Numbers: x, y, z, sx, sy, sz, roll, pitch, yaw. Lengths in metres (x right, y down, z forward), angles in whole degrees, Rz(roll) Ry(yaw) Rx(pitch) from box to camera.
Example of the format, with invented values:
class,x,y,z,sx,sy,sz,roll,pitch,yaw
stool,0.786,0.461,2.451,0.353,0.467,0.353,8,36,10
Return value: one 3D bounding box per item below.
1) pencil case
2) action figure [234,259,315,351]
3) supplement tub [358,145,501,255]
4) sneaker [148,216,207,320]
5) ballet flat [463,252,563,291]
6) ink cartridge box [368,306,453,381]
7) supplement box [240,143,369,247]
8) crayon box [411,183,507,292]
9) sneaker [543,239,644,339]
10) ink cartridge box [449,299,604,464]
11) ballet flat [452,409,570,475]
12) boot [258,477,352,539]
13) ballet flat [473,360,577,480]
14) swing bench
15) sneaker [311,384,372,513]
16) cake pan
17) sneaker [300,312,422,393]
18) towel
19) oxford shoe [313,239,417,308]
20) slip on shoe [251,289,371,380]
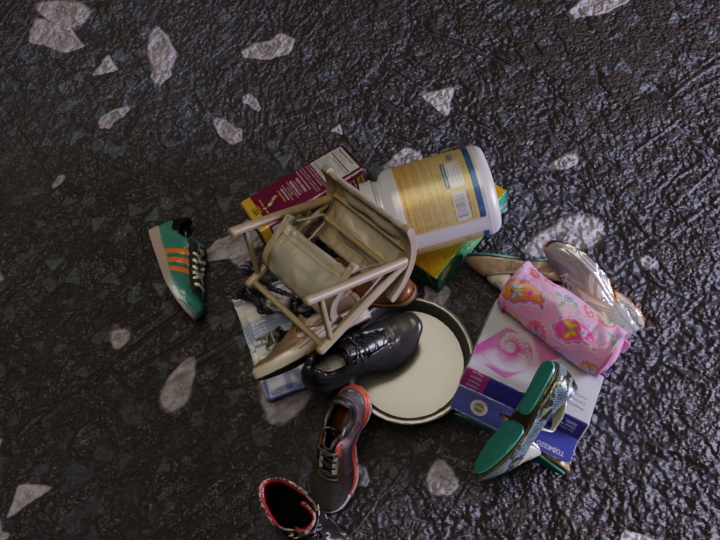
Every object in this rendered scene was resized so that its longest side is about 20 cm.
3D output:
class,x,y,z,sx,sy,sz,roll,pitch,yaw
pencil case,0.302,0.073,1.494,0.200,0.087,0.087,36,75,17
action figure,-0.120,0.073,1.591,0.200,0.119,0.102,36,33,24
supplement tub,0.108,-0.104,1.577,0.199,0.145,0.145,-15,63,2
sneaker,-0.295,-0.010,1.708,0.080,0.071,0.200,-28,62,1
ballet flat,0.262,0.010,1.609,0.199,0.068,0.068,4,80,12
ink cartridge box,0.040,0.081,1.615,0.200,0.050,0.109,40,76,14
supplement box,-0.076,-0.095,1.665,0.200,0.131,0.103,-30,41,-7
crayon box,0.141,-0.078,1.673,0.119,0.058,0.200,34,74,22
sneaker,0.343,0.042,1.543,0.092,0.076,0.200,-44,92,-3
ink cartridge box,0.257,0.160,1.496,0.196,0.043,0.200,25,51,6
ballet flat,0.233,0.232,1.501,0.200,0.069,0.063,28,76,20
boot,-0.065,0.378,1.436,0.073,0.151,0.200,-42,65,-11
ballet flat,0.241,0.224,1.419,0.074,0.074,0.200,35,88,23
swing bench,-0.050,-0.021,1.479,0.200,0.130,0.199,-35,52,-20
sneaker,-0.044,0.268,1.490,0.077,0.082,0.201,15,98,24
cake pan,0.075,0.141,1.545,0.199,0.037,0.201,-1,71,2
sneaker,0.004,0.120,1.489,0.200,0.091,0.076,-28,73,-8
towel,-0.116,0.106,1.649,0.146,0.024,0.201,-21,65,-3
oxford shoe,0.000,0.000,1.569,0.200,0.071,0.071,25,66,32
slip on shoe,-0.081,0.097,1.514,0.200,0.076,0.061,-31,80,-6
